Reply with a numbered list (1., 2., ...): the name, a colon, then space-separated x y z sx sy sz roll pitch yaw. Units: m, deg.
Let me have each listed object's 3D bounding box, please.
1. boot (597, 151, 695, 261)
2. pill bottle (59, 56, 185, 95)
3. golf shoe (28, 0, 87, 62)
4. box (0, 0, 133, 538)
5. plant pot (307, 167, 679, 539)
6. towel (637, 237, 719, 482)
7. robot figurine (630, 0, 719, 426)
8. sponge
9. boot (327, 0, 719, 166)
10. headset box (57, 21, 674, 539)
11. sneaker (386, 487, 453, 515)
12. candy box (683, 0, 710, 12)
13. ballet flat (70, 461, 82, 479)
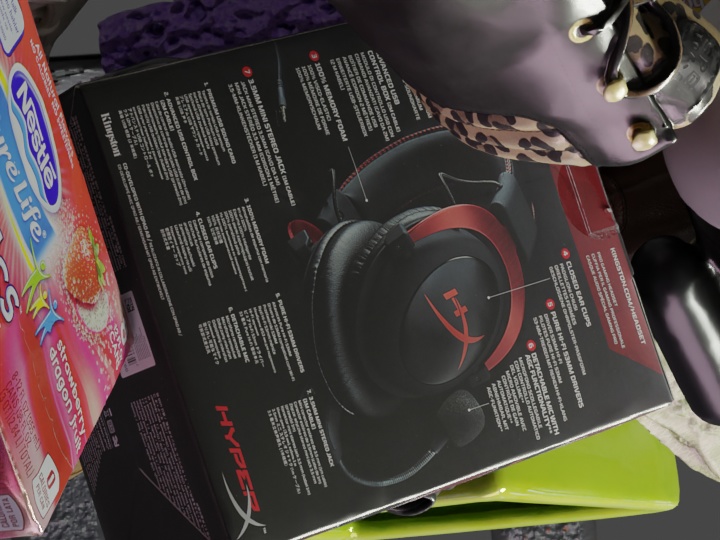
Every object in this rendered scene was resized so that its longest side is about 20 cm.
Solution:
1. boot: 0.106 -0.037 1.049 0.199 0.064 0.186 -16 162 -3
2. pill bottle: -0.106 -0.009 1.055 0.111 0.112 0.200 1 173 -29
3. golf shoe: -0.114 -0.076 0.865 0.075 0.092 0.200 3 168 -20
4. box: -0.139 -0.032 0.737 0.095 0.201 0.100 -6 -151 17
5. plant pot: 0.018 0.029 1.300 0.199 0.182 0.199 -9 170 28
6. towel: 0.194 0.004 1.051 0.148 0.200 0.037 32 -166 -29
7. robot figurine: 0.179 -0.017 0.934 0.124 0.151 0.200 5 141 40
8. sponge: -0.007 -0.078 1.099 0.111 0.030 0.200 -9 170 24
9. boot: 0.059 -0.091 0.757 0.199 0.073 0.151 -6 150 33
10. headset box: 0.000 0.000 0.884 0.199 0.149 0.075 -17 177 -35
11. sneaker: 0.017 0.048 0.971 0.199 0.082 0.077 -15 153 -26
12. candy box: 0.111 -0.080 1.055 0.199 0.027 0.102 -19 168 23
13. ballet flat: -0.165 0.007 0.937 0.200 0.068 0.072 36 151 -15
